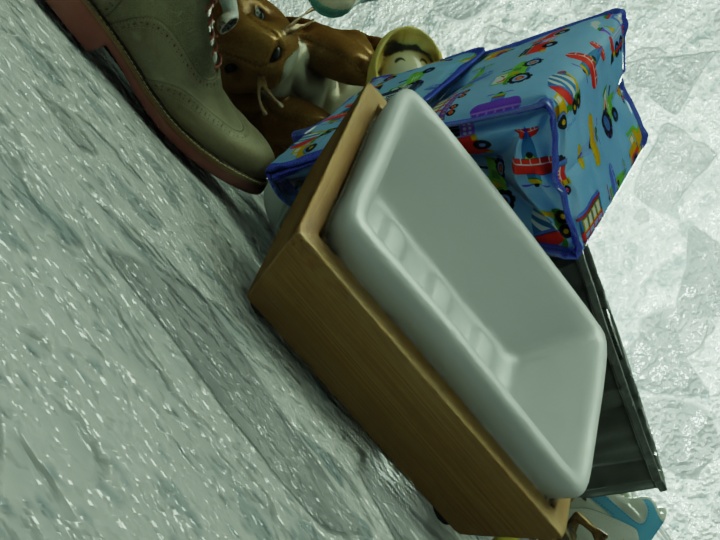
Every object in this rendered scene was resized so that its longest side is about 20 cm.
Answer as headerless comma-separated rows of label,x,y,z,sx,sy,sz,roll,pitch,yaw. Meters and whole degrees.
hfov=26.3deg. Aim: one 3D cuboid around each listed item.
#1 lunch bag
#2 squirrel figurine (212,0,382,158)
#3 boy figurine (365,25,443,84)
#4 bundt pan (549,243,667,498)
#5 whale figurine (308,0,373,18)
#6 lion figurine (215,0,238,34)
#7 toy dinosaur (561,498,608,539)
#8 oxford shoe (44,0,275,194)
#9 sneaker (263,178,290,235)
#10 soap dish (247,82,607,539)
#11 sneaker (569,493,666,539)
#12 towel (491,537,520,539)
lunch bag,0.050,-0.077,0.907,0.151,0.198,0.095,-50,131,-52
squirrel figurine,-0.082,-0.158,1.130,0.200,0.142,0.186,37,7,34
boy figurine,0.041,-0.072,1.043,0.065,0.123,0.202,99,-9,-66
bundt pan,0.123,0.050,0.958,0.202,0.075,0.204,-19,90,-80
whale figurine,-0.054,-0.206,0.878,0.200,0.158,0.104,48,-40,19
lion figurine,-0.129,-0.207,0.970,0.123,0.073,0.200,49,27,10
toy dinosaur,0.113,0.143,1.052,0.201,0.060,0.106,62,-10,16
oxford shoe,-0.100,-0.123,0.860,0.200,0.075,0.071,48,5,-35
sneaker,-0.015,-0.016,0.918,0.080,0.077,0.200,13,22,-38
soap dish,0.037,0.022,0.772,0.200,0.081,0.158,49,30,-17
sneaker,0.153,0.143,1.178,0.200,0.081,0.076,53,7,34
towel,0.125,0.216,0.748,0.144,0.023,0.200,50,5,-17
